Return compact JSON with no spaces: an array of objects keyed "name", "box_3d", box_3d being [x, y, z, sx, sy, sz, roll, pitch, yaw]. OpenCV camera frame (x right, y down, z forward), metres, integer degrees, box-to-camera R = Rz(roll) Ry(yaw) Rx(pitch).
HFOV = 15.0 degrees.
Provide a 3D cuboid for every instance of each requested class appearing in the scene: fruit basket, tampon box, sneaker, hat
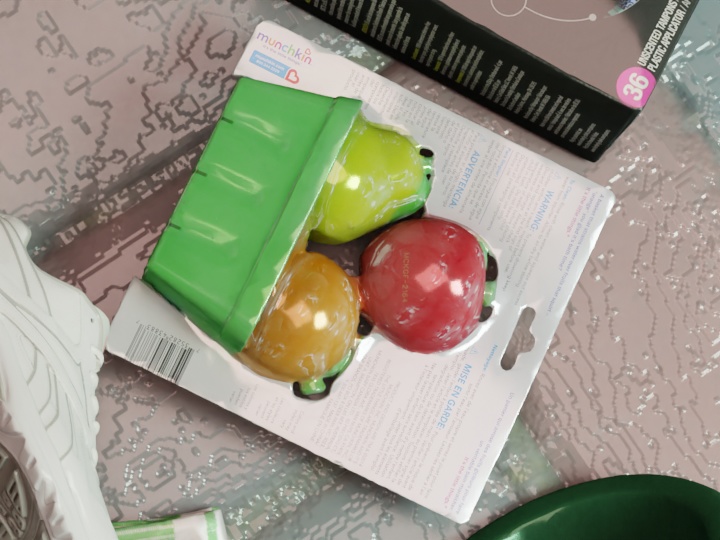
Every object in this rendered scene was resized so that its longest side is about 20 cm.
[{"name":"fruit basket","box_3d":[0.000,0.000,1.340,0.200,0.094,0.186,27,79,-10]},{"name":"tampon box","box_3d":[0.072,-0.172,1.347,0.200,0.126,0.150,28,78,0]},{"name":"sneaker","box_3d":[-0.146,0.056,1.267,0.099,0.078,0.200,-20,82,-40]},{"name":"hat","box_3d":[0.120,0.223,1.326,0.200,0.166,0.176,-25,117,0]}]

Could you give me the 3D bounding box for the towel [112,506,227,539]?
[{"name":"towel","box_3d":[-0.151,0.202,1.315,0.200,0.023,0.153,-11,82,-8]}]
